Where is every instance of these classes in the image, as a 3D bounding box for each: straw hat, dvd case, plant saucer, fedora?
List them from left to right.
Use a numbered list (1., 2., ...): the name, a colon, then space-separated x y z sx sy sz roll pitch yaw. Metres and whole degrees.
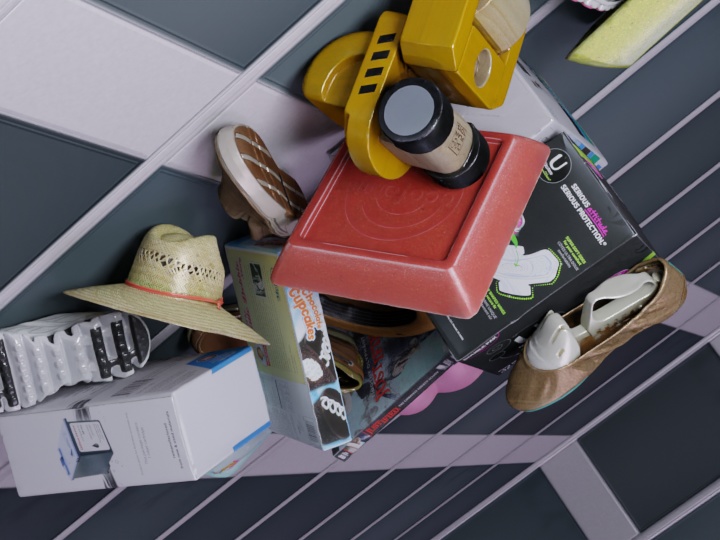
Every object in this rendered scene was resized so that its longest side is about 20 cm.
1. straw hat: -0.164 0.004 1.278 0.201 0.201 0.085 18 85 -65
2. fedora: 0.000 0.000 1.466 0.200 0.082 0.201 12 156 6
3. dvd case: 0.028 0.098 1.561 0.022 0.146 0.200 25 125 -31
4. plant saucer: 0.040 -0.060 1.232 0.200 0.199 0.037 -63 148 -31
5. plant saucer: 0.291 -0.263 1.315 0.200 0.048 0.200 -43 -178 24

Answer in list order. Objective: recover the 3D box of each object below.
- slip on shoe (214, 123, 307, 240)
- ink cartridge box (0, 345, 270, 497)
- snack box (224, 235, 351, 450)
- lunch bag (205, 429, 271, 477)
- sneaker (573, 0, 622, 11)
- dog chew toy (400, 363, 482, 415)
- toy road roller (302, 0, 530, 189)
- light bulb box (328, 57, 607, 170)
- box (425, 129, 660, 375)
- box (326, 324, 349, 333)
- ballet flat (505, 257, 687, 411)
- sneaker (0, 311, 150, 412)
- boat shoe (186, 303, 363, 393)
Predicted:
1. slip on shoe: -0.099 -0.071 1.254 0.060 0.076 0.200 -19 166 8
2. ink cartridge box: -0.207 0.138 1.301 0.200 0.086 0.146 -11 -171 27
3. snack box: -0.072 0.068 1.376 0.037 0.201 0.116 -19 -165 -29
4. lunch bag: -0.188 0.156 1.484 0.199 0.122 0.170 -10 166 13
5. sneaker: 0.199 -0.281 1.208 0.200 0.074 0.087 -4 146 -51
6. dog chew toy: 0.054 0.112 1.660 0.200 0.125 0.125 -36 160 -4
7. toy road roller: 0.042 -0.175 1.182 0.123 0.146 0.200 33 76 -61
8. light bulb box: 0.111 -0.110 1.394 0.198 0.125 0.200 -39 159 15
9. box: 0.160 -0.011 1.333 0.200 0.124 0.148 -36 160 13
10. box: -0.014 0.029 1.620 0.200 0.060 0.117 -38 160 13
11. ballet flat: 0.209 0.051 1.290 0.200 0.068 0.072 -32 139 0
12. sneaker: -0.296 0.077 1.287 0.199 0.075 0.081 -10 -164 -22
13. boat shoe: -0.087 0.088 1.527 0.199 0.068 0.072 8 122 -22
